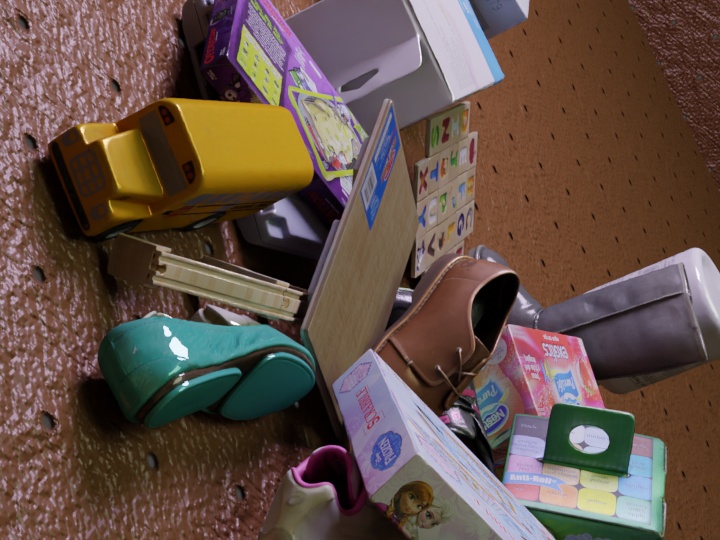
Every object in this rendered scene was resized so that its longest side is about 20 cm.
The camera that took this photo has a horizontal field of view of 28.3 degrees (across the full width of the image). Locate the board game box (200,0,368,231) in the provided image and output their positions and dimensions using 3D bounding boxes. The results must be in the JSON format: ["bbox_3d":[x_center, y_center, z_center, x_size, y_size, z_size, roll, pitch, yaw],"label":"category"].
[{"bbox_3d":[-0.047,-0.117,1.071,0.200,0.032,0.120,52,31,-34],"label":"board game box"}]

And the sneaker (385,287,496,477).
[{"bbox_3d":[0.063,0.104,1.105,0.084,0.076,0.201,124,-57,-83],"label":"sneaker"}]

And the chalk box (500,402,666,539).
[{"bbox_3d":[0.162,0.196,1.085,0.124,0.124,0.201,-66,162,-60],"label":"chalk box"}]

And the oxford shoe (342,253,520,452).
[{"bbox_3d":[0.052,0.071,1.032,0.071,0.071,0.201,46,64,-36],"label":"oxford shoe"}]

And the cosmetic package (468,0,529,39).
[{"bbox_3d":[0.063,-0.319,1.412,0.165,0.164,0.200,55,25,-25],"label":"cosmetic package"}]

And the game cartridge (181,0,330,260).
[{"bbox_3d":[-0.068,-0.105,1.092,0.133,0.040,0.201,11,59,-59],"label":"game cartridge"}]

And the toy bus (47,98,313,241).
[{"bbox_3d":[-0.109,-0.067,0.908,0.200,0.078,0.065,-11,78,-67],"label":"toy bus"}]

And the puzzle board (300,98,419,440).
[{"bbox_3d":[0.000,0.000,1.024,0.151,0.017,0.201,73,30,-54],"label":"puzzle board"}]

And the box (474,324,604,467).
[{"bbox_3d":[0.133,0.113,1.243,0.200,0.102,0.095,14,56,-64],"label":"box"}]

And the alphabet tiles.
[{"bbox_3d":[0.078,-0.064,1.310,0.200,0.006,0.168,-35,128,-67],"label":"alphabet tiles"}]

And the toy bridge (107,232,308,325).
[{"bbox_3d":[-0.075,0.012,0.917,0.200,0.067,0.027,19,88,-61],"label":"toy bridge"}]

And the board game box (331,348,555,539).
[{"bbox_3d":[0.071,0.158,0.901,0.200,0.041,0.200,46,4,-14],"label":"board game box"}]

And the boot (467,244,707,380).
[{"bbox_3d":[0.214,0.031,1.365,0.072,0.199,0.183,13,57,-63],"label":"boot"}]

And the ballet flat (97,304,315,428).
[{"bbox_3d":[-0.090,0.051,0.863,0.071,0.067,0.200,52,17,17],"label":"ballet flat"}]

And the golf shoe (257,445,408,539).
[{"bbox_3d":[-0.004,0.150,0.905,0.200,0.075,0.092,-17,122,-68],"label":"golf shoe"}]

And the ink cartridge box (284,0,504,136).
[{"bbox_3d":[0.023,-0.186,1.246,0.126,0.128,0.200,65,22,-4],"label":"ink cartridge box"}]

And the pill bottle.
[{"bbox_3d":[0.282,0.064,1.484,0.114,0.199,0.115,47,29,-37],"label":"pill bottle"}]
